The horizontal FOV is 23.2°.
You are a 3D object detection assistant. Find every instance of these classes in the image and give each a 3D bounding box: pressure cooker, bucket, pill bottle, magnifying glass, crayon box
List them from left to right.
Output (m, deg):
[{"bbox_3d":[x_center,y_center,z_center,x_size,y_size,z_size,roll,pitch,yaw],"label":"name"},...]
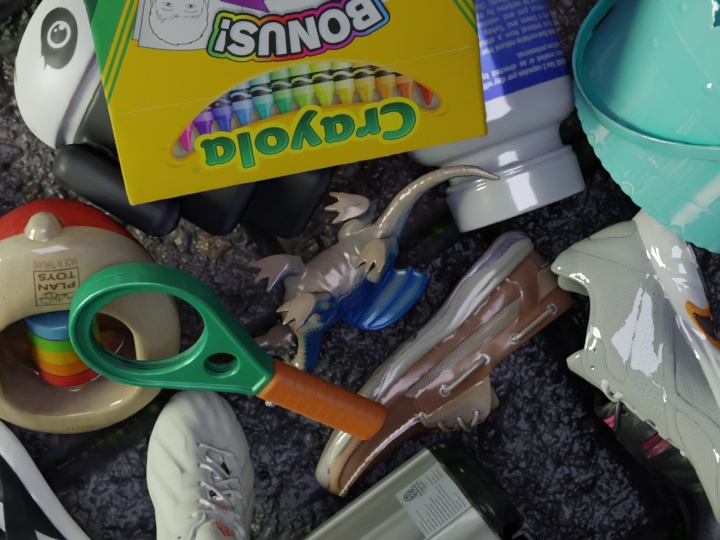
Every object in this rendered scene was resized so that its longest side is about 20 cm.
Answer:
[{"bbox_3d":[-0.071,0.051,0.985,0.199,0.022,0.080,26,125,-27],"label":"magnifying glass"},{"bbox_3d":[-0.041,-0.138,0.918,0.199,0.058,0.173,-11,121,-4],"label":"crayon box"},{"bbox_3d":[0.024,0.217,1.031,0.200,0.176,0.179,-36,90,-5],"label":"pressure cooker"},{"bbox_3d":[0.064,-0.130,1.054,0.112,0.112,0.201,-19,92,-3],"label":"pill bottle"},{"bbox_3d":[0.230,-0.116,1.011,0.207,0.207,0.135,36,133,-4],"label":"bucket"}]

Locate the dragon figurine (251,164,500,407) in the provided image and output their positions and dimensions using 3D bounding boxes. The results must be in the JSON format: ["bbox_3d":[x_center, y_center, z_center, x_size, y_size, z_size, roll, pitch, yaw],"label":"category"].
[{"bbox_3d":[0.000,0.000,1.052,0.200,0.099,0.059,-42,68,6],"label":"dragon figurine"}]

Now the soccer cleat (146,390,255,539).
[{"bbox_3d":[-0.092,0.153,1.036,0.069,0.078,0.201,10,57,-15],"label":"soccer cleat"}]

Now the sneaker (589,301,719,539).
[{"bbox_3d":[0.191,0.095,1.093,0.083,0.077,0.201,-14,83,4],"label":"sneaker"}]

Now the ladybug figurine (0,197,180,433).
[{"bbox_3d":[-0.174,0.023,1.021,0.135,0.200,0.072,-4,55,-10],"label":"ladybug figurine"}]

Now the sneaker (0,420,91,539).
[{"bbox_3d":[-0.212,0.194,1.051,0.112,0.073,0.200,-36,84,-28],"label":"sneaker"}]

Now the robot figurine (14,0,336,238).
[{"bbox_3d":[-0.105,-0.100,1.038,0.199,0.150,0.125,28,106,-4],"label":"robot figurine"}]

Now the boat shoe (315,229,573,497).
[{"bbox_3d":[0.053,0.067,1.077,0.072,0.076,0.200,42,90,1],"label":"boat shoe"}]

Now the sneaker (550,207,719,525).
[{"bbox_3d":[0.174,0.066,1.030,0.092,0.076,0.201,-20,76,7],"label":"sneaker"}]
